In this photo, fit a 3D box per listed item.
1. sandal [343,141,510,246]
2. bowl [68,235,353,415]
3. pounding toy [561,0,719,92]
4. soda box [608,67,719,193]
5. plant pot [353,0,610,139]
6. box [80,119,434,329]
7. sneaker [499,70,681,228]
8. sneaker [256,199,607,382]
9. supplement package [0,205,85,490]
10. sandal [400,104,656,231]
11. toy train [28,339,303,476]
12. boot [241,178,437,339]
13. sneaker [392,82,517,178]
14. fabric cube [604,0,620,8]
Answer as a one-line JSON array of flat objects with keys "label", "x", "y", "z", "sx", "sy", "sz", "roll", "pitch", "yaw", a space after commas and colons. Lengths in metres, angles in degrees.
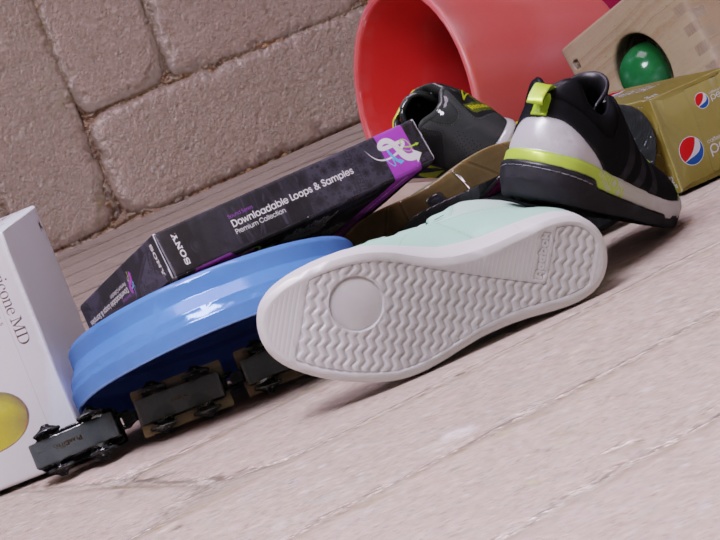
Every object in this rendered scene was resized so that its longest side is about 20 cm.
[{"label": "sandal", "x": 0.069, "y": -0.025, "z": 1.632, "sx": 0.199, "sy": 0.081, "sz": 0.054, "roll": -25, "pitch": -21, "yaw": -19}, {"label": "bowl", "x": -0.085, "y": 0.033, "z": 1.521, "sx": 0.199, "sy": 0.040, "sz": 0.201, "roll": -22, "pitch": -10, "yaw": -4}, {"label": "pounding toy", "x": 0.253, "y": -0.200, "z": 1.936, "sx": 0.199, "sy": 0.143, "sz": 0.184, "roll": -26, "pitch": -7, "yaw": -33}, {"label": "soda box", "x": 0.188, "y": -0.089, "z": 1.731, "sx": 0.064, "sy": 0.068, "sz": 0.200, "roll": -23, "pitch": 6, "yaw": -22}, {"label": "plant pot", "x": 0.117, "y": -0.157, "z": 2.105, "sx": 0.176, "sy": 0.202, "sz": 0.200, "roll": -13, "pitch": 2, "yaw": -27}, {"label": "box", "x": -0.066, "y": -0.022, "z": 1.554, "sx": 0.199, "sy": 0.036, "sz": 0.143, "roll": -27, "pitch": -6, "yaw": -31}, {"label": "sneaker", "x": 0.143, "y": -0.073, "z": 1.463, "sx": 0.071, "sy": 0.084, "sz": 0.200, "roll": 8, "pitch": -1, "yaw": 24}, {"label": "sneaker", "x": 0.027, "y": 0.010, "z": 1.400, "sx": 0.199, "sy": 0.074, "sz": 0.118, "roll": -13, "pitch": 10, "yaw": -16}, {"label": "supplement package", "x": -0.279, "y": 0.070, "z": 1.589, "sx": 0.199, "sy": 0.153, "sz": 0.151, "roll": -21, "pitch": 6, "yaw": 3}, {"label": "sandal", "x": 0.114, "y": -0.047, "z": 1.590, "sx": 0.200, "sy": 0.075, "sz": 0.048, "roll": -33, "pitch": -19, "yaw": -21}, {"label": "toy train", "x": -0.103, "y": 0.076, "z": 1.497, "sx": 0.199, "sy": 0.034, "sz": 0.046, "roll": -22, "pitch": -6, "yaw": 0}, {"label": "boot", "x": 0.000, "y": 0.000, "z": 1.684, "sx": 0.199, "sy": 0.071, "sz": 0.146, "roll": -23, "pitch": 12, "yaw": 1}, {"label": "sneaker", "x": 0.059, "y": -0.103, "z": 1.824, "sx": 0.075, "sy": 0.084, "sz": 0.200, "roll": -57, "pitch": 15, "yaw": -11}, {"label": "fabric cube", "x": 0.387, "y": -0.385, "z": 3.001, "sx": 0.199, "sy": 0.198, "sz": 0.199, "roll": -25, "pitch": 9, "yaw": -35}]
